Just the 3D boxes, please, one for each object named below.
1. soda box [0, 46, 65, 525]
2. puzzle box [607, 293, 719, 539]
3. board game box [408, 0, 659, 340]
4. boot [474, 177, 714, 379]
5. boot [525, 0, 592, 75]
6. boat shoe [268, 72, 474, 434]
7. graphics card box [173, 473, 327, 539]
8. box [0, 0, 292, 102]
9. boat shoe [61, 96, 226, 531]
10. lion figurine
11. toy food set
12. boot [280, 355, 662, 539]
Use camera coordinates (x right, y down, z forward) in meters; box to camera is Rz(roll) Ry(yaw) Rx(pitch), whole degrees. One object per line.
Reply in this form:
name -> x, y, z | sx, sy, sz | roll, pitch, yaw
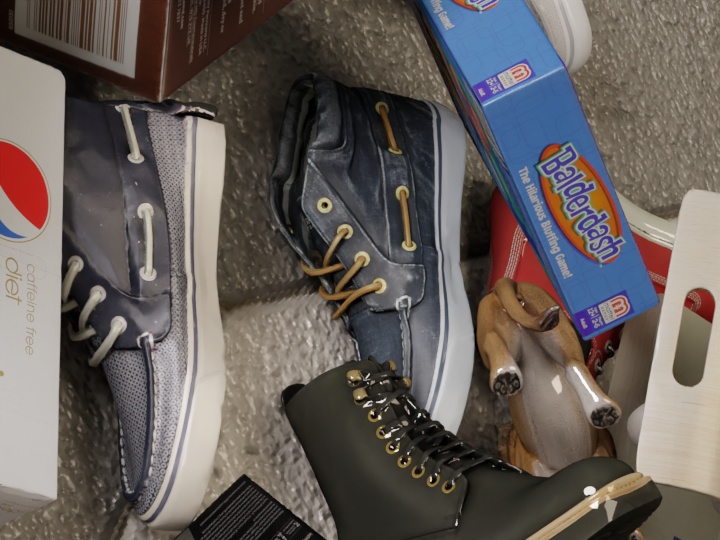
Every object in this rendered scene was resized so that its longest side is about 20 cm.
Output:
soda box -> -0.168, 0.005, 1.019 | 0.064, 0.068, 0.201 | 21, 56, -40
puzzle box -> 0.170, 0.129, 1.310 | 0.133, 0.025, 0.200 | 31, 67, -39
board game box -> 0.072, -0.084, 1.186 | 0.152, 0.045, 0.200 | 63, 1, -39
boot -> 0.144, 0.038, 1.349 | 0.200, 0.072, 0.145 | 29, 54, -29
boot -> 0.039, -0.172, 1.350 | 0.200, 0.074, 0.096 | 51, 47, -3
boat shoe -> 0.000, 0.000, 1.217 | 0.091, 0.071, 0.201 | 14, 60, -28
graphics card box -> -0.003, 0.179, 1.028 | 0.200, 0.051, 0.125 | 39, 20, 3
box -> -0.081, -0.163, 1.167 | 0.100, 0.075, 0.200 | 22, 35, 18
boat shoe -> -0.114, 0.014, 1.086 | 0.093, 0.075, 0.201 | 10, 64, -23
lion figurine -> 0.089, 0.062, 1.187 | 0.123, 0.072, 0.200 | -105, -173, -52
toy food set -> 0.180, 0.059, 1.234 | 0.200, 0.060, 0.144 | 45, 54, -65
boot -> 0.036, 0.085, 1.106 | 0.077, 0.200, 0.139 | -12, 75, -43
